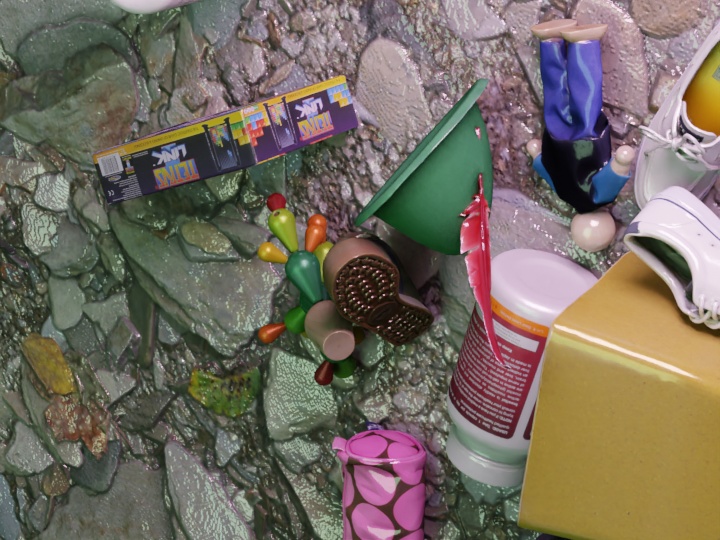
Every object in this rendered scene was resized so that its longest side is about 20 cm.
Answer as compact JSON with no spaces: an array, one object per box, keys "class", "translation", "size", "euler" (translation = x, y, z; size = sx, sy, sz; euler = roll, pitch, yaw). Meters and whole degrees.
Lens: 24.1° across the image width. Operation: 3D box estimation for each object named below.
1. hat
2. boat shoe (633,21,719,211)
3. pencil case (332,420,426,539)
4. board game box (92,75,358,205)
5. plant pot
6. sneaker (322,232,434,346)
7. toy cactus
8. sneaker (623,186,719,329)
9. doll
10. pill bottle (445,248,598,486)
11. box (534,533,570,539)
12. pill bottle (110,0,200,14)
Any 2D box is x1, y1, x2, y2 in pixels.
[{"class":"hat","translation":[0.107,-0.039,1.486],"size":[0.176,0.200,0.166],"euler":[42,168,-3]},{"class":"boat shoe","translation":[0.272,-0.116,1.368],"size":[0.075,0.086,0.202],"euler":[35,123,12]},{"class":"pencil case","translation":[0.018,0.259,1.698],"size":[0.093,0.091,0.201],"euler":[0,108,-1]},{"class":"board game box","translation":[-0.129,-0.124,1.612],"size":[0.200,0.165,0.057],"euler":[-11,98,39]},{"class":"plant pot","translation":[0.270,0.124,1.404],"size":[0.199,0.195,0.195],"euler":[17,116,23]},{"class":"sneaker","translation":[0.000,0.000,1.564],"size":[0.067,0.200,0.090],"euler":[-37,61,5]},{"class":"toy cactus","translation":[-0.048,0.036,1.626],"size":[0.165,0.102,0.201],"euler":[-120,18,-63]},{"class":"sneaker","translation":[0.294,0.021,1.353],"size":[0.200,0.071,0.073],"euler":[42,155,19]},{"class":"doll","translation":[0.191,-0.111,1.451],"size":[0.136,0.048,0.201],"euler":[19,122,55]},{"class":"pill bottle","translation":[0.142,0.091,1.526],"size":[0.113,0.113,0.201],"euler":[30,122,24]},{"class":"box","translation":[0.199,0.302,1.505],"size":[0.079,0.200,0.141],"euler":[-28,88,40]},{"class":"pill bottle","translation":[-0.145,-0.305,1.535],"size":[0.114,0.200,0.115],"euler":[13,114,32]}]
